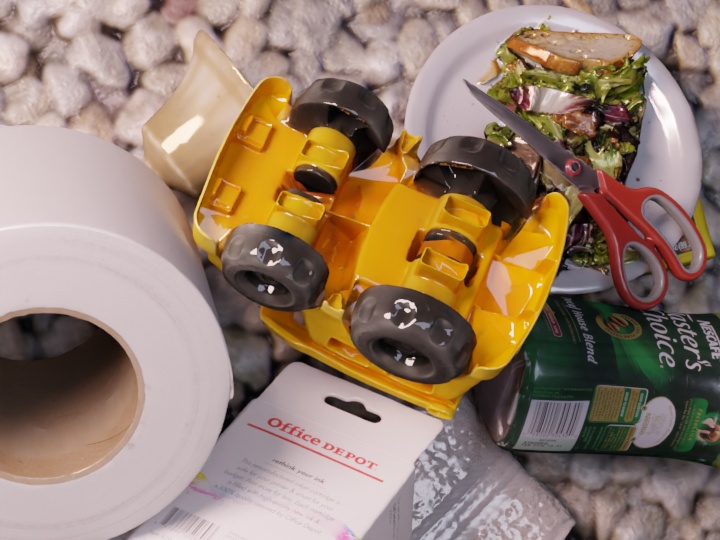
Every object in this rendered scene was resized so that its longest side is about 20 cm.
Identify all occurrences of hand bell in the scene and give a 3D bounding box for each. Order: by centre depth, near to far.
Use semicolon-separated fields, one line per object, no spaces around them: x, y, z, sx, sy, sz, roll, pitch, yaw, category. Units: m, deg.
-0.143;-0.044;1.198;0.200;0.104;0.104;-39;94;-4;hand bell

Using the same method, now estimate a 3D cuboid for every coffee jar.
0.177;0.070;1.241;0.200;0.104;0.085;6;118;-16;coffee jar

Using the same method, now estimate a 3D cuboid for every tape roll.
-0.180;0.036;1.094;0.203;0.139;0.203;-5;117;-10;tape roll

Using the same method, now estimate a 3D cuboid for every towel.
0.026;0.176;1.228;0.200;0.034;0.133;-42;95;-16;towel

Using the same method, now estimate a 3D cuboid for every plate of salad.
0.128;-0.083;1.257;0.200;0.048;0.200;4;71;-12;plate of salad

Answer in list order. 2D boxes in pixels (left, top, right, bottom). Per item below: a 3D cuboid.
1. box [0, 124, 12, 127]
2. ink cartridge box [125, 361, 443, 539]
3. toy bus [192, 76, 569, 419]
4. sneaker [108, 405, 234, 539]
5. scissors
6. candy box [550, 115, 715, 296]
-0.303;-0.064;1.148;0.200;0.082;0.049;5;82;-14;box
-0.045;0.150;1.144;0.117;0.067;0.200;21;45;22;ink cartridge box
0.000;0.000;1.165;0.200;0.192;0.136;24;64;-1;toy bus
-0.153;0.141;1.166;0.090;0.066;0.200;22;58;21;sneaker
0.143;-0.061;1.224;0.073;0.014;0.200;-44;103;-20;scissors
0.127;-0.035;1.286;0.200;0.026;0.102;-13;83;-16;candy box
